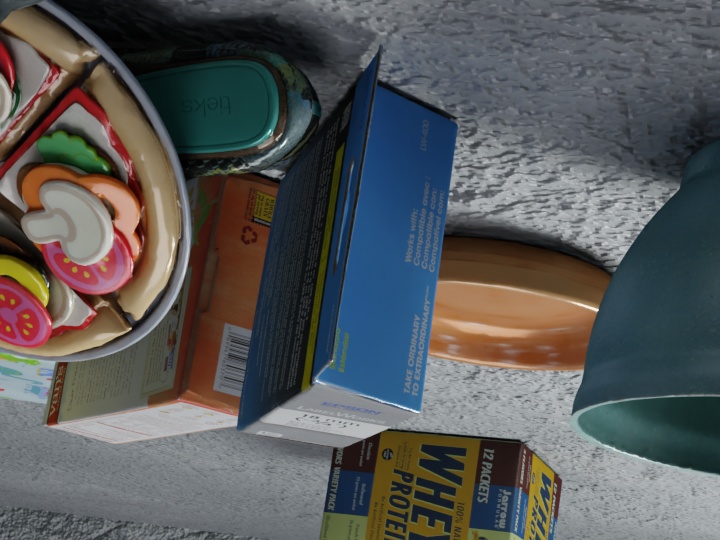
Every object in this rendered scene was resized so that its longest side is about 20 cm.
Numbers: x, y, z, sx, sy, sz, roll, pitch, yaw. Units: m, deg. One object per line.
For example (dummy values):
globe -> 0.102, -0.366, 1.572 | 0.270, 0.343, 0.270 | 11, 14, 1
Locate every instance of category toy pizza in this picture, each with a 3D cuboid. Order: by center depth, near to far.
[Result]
toy pizza -> -0.169, -0.038, 0.679 | 0.199, 0.032, 0.201 | 12, 125, 17

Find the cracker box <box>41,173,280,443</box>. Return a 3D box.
cracker box -> -0.116, 0.027, 0.904 | 0.057, 0.135, 0.200 | 18, 162, -30

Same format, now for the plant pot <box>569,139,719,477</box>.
plant pot -> 0.203, 0.017, 0.698 | 0.199, 0.135, 0.200 | 9, 164, 2

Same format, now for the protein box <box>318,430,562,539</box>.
protein box -> 0.088, 0.257, 1.593 | 0.199, 0.136, 0.199 | 3, 163, 21

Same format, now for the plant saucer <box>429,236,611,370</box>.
plant saucer -> 0.081, 0.021, 0.956 | 0.199, 0.038, 0.200 | 9, 163, 3

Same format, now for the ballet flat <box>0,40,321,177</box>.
ballet flat -> -0.108, -0.070, 0.699 | 0.199, 0.075, 0.074 | 6, 164, 23

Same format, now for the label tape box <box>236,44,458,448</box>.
label tape box -> 0.000, 0.000, 0.727 | 0.063, 0.145, 0.200 | 12, 164, -13

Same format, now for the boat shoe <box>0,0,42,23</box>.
boat shoe -> -0.114, -0.119, 0.506 | 0.066, 0.075, 0.199 | 14, 164, -27

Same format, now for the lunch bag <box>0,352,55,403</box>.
lunch bag -> -0.268, 0.044, 1.141 | 0.160, 0.083, 0.200 | 14, 163, -14
